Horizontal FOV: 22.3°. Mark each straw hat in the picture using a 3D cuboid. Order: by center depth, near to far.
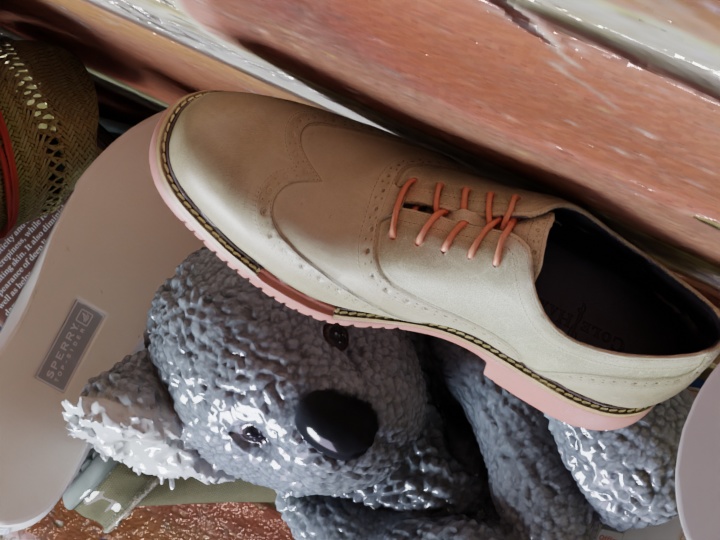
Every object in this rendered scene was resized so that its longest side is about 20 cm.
[{"bbox_3d":[-0.159,-0.061,0.808,0.085,0.202,0.201,-16,-165,-24],"label":"straw hat"}]

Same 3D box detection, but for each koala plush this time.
[{"bbox_3d":[-0.003,0.055,0.717,0.199,0.178,0.184,32,-171,-19],"label":"koala plush"}]

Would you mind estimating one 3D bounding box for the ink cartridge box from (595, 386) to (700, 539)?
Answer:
[{"bbox_3d":[0.124,0.165,0.794,0.083,0.201,0.145,13,160,43],"label":"ink cartridge box"}]

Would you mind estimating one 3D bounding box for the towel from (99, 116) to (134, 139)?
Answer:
[{"bbox_3d":[-0.106,-0.045,1.052,0.199,0.048,0.171,22,178,36],"label":"towel"}]

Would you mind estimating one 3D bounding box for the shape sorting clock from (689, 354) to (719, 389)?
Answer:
[{"bbox_3d":[0.136,0.051,0.849,0.199,0.039,0.200,23,163,7],"label":"shape sorting clock"}]

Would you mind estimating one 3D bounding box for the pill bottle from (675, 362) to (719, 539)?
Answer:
[{"bbox_3d":[0.170,0.080,0.511,0.111,0.112,0.200,21,175,43],"label":"pill bottle"}]

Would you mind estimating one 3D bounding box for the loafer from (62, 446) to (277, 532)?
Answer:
[{"bbox_3d":[-0.042,0.070,0.812,0.070,0.199,0.075,58,141,8],"label":"loafer"}]

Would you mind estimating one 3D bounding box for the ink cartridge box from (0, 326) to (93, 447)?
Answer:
[{"bbox_3d":[-0.152,0.021,1.034,0.200,0.043,0.198,48,-160,20],"label":"ink cartridge box"}]

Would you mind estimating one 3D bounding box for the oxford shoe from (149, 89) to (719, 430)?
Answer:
[{"bbox_3d":[0.029,-0.014,0.598,0.199,0.071,0.074,22,156,-14],"label":"oxford shoe"}]

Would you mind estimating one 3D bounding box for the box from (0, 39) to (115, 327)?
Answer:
[{"bbox_3d":[-0.137,-0.009,0.897,0.200,0.100,0.075,44,-177,16],"label":"box"}]

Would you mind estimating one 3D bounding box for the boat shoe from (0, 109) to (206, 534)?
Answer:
[{"bbox_3d":[-0.110,0.021,0.768,0.072,0.201,0.068,28,163,-12],"label":"boat shoe"}]
